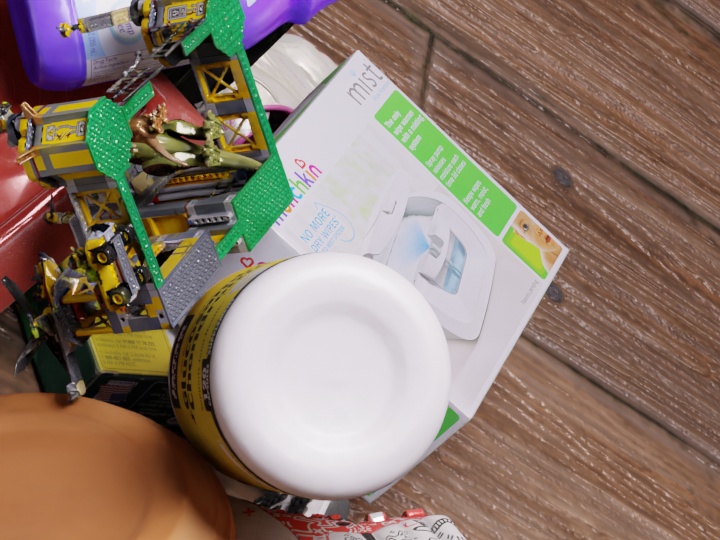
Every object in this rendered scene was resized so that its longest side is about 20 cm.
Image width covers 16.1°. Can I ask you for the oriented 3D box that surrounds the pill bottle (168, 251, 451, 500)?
[{"bbox_3d":[-0.032,0.051,1.219,0.112,0.200,0.112,1,87,-13],"label":"pill bottle"}]

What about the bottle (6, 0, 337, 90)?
[{"bbox_3d":[-0.084,-0.151,1.333,0.199,0.065,0.084,-13,86,-16],"label":"bottle"}]

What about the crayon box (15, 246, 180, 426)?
[{"bbox_3d":[-0.136,-0.009,1.416,0.127,0.051,0.200,8,51,-42],"label":"crayon box"}]

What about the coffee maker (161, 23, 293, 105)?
[{"bbox_3d":[-0.138,-0.190,1.465,0.135,0.192,0.200,-29,82,-35],"label":"coffee maker"}]

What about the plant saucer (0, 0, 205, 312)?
[{"bbox_3d":[-0.211,-0.091,1.341,0.200,0.037,0.200,-41,87,-20],"label":"plant saucer"}]

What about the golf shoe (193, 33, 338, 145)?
[{"bbox_3d":[-0.093,-0.125,1.560,0.200,0.075,0.092,29,42,-22],"label":"golf shoe"}]

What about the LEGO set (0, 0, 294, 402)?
[{"bbox_3d":[-0.127,-0.048,1.238,0.154,0.116,0.200,67,32,-30],"label":"LEGO set"}]

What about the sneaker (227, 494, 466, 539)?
[{"bbox_3d":[-0.023,0.145,1.239,0.201,0.067,0.108,25,32,37],"label":"sneaker"}]

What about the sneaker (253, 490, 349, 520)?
[{"bbox_3d":[-0.044,0.185,1.317,0.080,0.074,0.200,48,38,-20],"label":"sneaker"}]

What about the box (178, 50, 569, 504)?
[{"bbox_3d":[0.000,0.000,1.422,0.176,0.097,0.200,44,34,-5],"label":"box"}]

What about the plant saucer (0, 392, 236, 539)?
[{"bbox_3d":[-0.158,0.119,1.181,0.199,0.038,0.200,0,36,0],"label":"plant saucer"}]
